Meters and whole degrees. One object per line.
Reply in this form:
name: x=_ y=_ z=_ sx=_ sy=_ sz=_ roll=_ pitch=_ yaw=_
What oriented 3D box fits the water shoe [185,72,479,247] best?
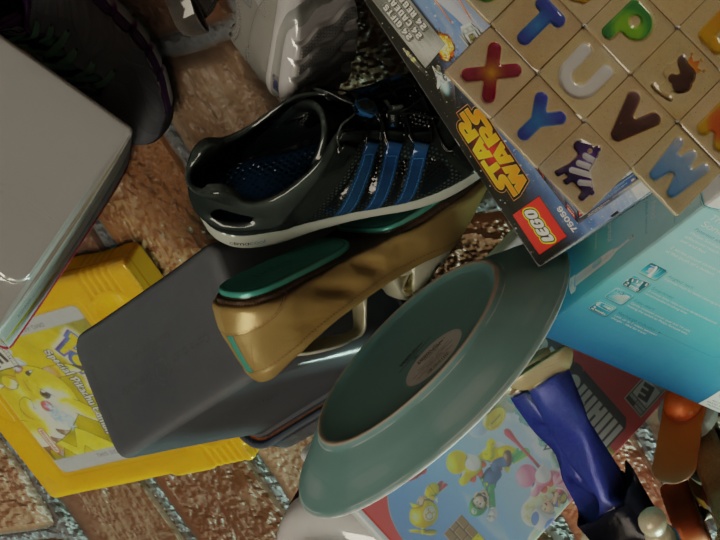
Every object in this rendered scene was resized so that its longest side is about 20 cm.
water shoe: x=0.000 y=-0.069 z=1.503 sx=0.199 sy=0.072 sz=0.079 roll=-24 pitch=158 yaw=1

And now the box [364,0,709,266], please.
box: x=0.087 y=-0.117 z=1.415 sx=0.201 sy=0.040 sz=0.137 roll=57 pitch=139 yaw=2

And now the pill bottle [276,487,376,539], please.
pill bottle: x=0.018 y=0.149 z=1.672 sx=0.112 sy=0.200 sz=0.113 roll=16 pitch=137 yaw=16

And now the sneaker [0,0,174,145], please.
sneaker: x=-0.185 y=-0.140 z=1.598 sx=0.074 sy=0.088 sz=0.201 roll=-10 pitch=124 yaw=36

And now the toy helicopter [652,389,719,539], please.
toy helicopter: x=0.208 y=0.122 z=1.558 sx=0.078 sy=0.200 sz=0.133 roll=-22 pitch=109 yaw=7

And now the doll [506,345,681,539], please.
doll: x=0.149 y=0.138 z=1.551 sx=0.201 sy=0.048 sz=0.136 roll=58 pitch=166 yaw=-3

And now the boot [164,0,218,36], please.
boot: x=-0.120 y=-0.244 z=1.450 sx=0.069 sy=0.202 sz=0.174 roll=-5 pitch=159 yaw=26

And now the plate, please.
plate: x=0.033 y=0.051 z=1.480 sx=0.026 sy=0.201 sz=0.200 roll=45 pitch=136 yaw=-15

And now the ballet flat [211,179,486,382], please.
ballet flat: x=0.000 y=0.000 z=1.549 sx=0.068 sy=0.199 sz=0.063 roll=12 pitch=125 yaw=54

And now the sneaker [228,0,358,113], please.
sneaker: x=-0.042 y=-0.183 z=1.487 sx=0.082 sy=0.075 sz=0.201 roll=34 pitch=132 yaw=28

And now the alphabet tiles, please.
alphabet tiles: x=0.145 y=-0.132 z=1.350 sx=0.166 sy=0.200 sz=0.006 roll=46 pitch=174 yaw=1

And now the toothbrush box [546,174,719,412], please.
toothbrush box: x=0.209 y=-0.017 z=1.461 sx=0.146 sy=0.086 sz=0.200 roll=22 pitch=143 yaw=-22

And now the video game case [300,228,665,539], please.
video game case: x=0.079 y=0.086 z=1.597 sx=0.143 sy=0.200 sz=0.017 roll=48 pitch=168 yaw=-19

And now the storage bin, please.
storage bin: x=-0.073 y=0.029 z=1.634 sx=0.200 sy=0.134 sz=0.146 roll=-32 pitch=77 yaw=44

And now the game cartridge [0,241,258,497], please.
game cartridge: x=-0.180 y=0.072 z=1.838 sx=0.199 sy=0.033 sz=0.177 roll=-13 pitch=122 yaw=39

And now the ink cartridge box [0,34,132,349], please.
ink cartridge box: x=-0.229 y=-0.053 z=1.601 sx=0.145 sy=0.145 sz=0.200 roll=34 pitch=174 yaw=-3
